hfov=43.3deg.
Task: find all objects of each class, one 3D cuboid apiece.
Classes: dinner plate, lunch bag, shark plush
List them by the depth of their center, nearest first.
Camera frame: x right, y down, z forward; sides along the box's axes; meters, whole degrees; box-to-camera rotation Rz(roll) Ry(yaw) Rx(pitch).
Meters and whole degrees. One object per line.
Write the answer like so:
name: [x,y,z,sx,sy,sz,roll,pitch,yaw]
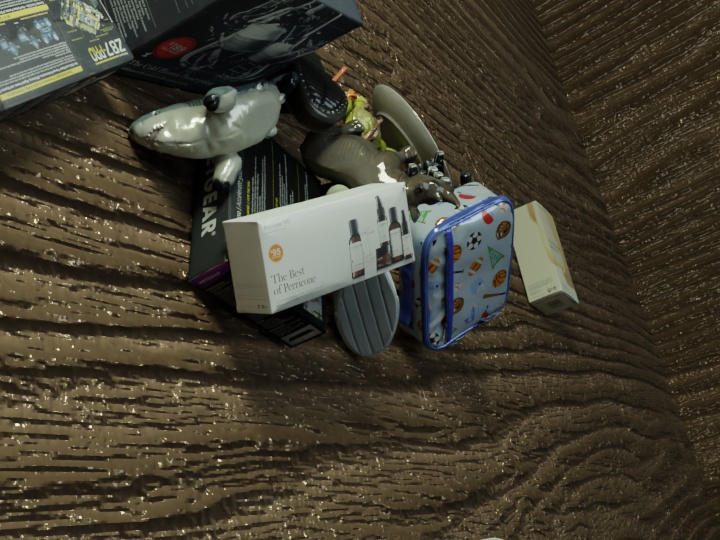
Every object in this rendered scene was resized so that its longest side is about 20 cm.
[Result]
shark plush: [-0.122,-0.162,0.850,0.200,0.083,0.091,-51,145,-37]
lunch bag: [0.115,0.001,1.127,0.160,0.075,0.201,-28,132,-30]
dinner plate: [0.066,-0.167,1.275,0.200,0.024,0.200,55,-9,13]

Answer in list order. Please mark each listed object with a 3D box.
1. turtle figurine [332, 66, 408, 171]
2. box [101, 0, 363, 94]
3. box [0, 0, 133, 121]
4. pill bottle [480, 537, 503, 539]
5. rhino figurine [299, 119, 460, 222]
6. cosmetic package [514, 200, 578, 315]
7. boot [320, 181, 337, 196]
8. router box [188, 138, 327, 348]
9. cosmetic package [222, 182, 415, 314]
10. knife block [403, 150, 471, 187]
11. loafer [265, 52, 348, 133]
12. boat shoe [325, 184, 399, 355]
turtle figurine: [0.006,-0.183,1.213,0.161,0.064,0.200,52,27,-31]
box: [-0.128,-0.258,0.861,0.200,0.182,0.104,-6,74,-64]
box: [-0.272,-0.203,0.681,0.161,0.049,0.200,59,25,-14]
pill bottle: [0.172,0.397,0.987,0.200,0.113,0.113,59,25,-15]
rhino figurine: [0.021,-0.105,0.975,0.087,0.200,0.060,-28,140,-51]
cosmetic package: [0.356,-0.024,1.783,0.105,0.071,0.201,27,46,-54]
boot: [0.003,-0.018,1.051,0.200,0.075,0.074,54,25,-28]
router box: [-0.097,-0.045,0.895,0.149,0.051,0.200,39,36,-43]
cosmetic package: [-0.031,-0.025,0.834,0.200,0.051,0.083,-21,104,-46]
knife block: [0.109,-0.049,1.185,0.064,0.175,0.201,-25,93,-22]
loafer: [-0.069,-0.198,1.014,0.073,0.071,0.200,28,22,-28]
boat shoe: [0.000,0.000,0.983,0.062,0.072,0.201,-103,-175,-58]
